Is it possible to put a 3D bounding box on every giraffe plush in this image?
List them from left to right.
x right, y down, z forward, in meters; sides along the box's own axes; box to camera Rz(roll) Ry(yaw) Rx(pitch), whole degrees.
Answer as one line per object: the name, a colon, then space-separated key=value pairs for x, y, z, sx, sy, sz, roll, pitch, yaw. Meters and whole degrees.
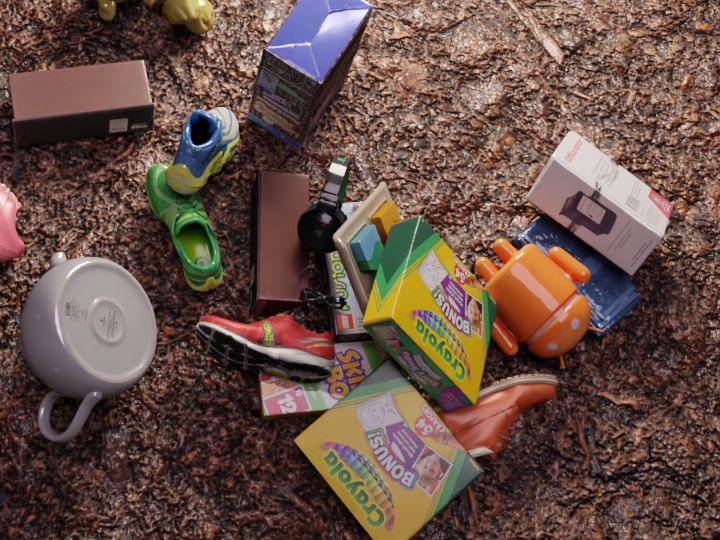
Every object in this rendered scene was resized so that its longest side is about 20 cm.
giraffe plush: x=-0.324 y=-0.444 z=1.789 sx=0.160 sy=0.200 sz=0.175 roll=-6 pitch=71 yaw=17

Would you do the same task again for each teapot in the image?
teapot: x=-0.375 y=0.089 z=1.565 sx=0.199 sy=0.145 sz=0.200 roll=60 pitch=37 yaw=-14

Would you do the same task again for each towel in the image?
towel: x=0.329 y=-0.004 z=1.804 sx=0.111 sy=0.049 sz=0.200 roll=-37 pitch=80 yaw=-23

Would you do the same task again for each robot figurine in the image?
robot figurine: x=0.255 y=0.042 z=1.732 sx=0.200 sy=0.117 sz=0.143 roll=47 pitch=57 yaw=7

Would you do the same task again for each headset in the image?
headset: x=-0.038 y=-0.053 z=1.642 sx=0.093 sy=0.124 sz=0.203 roll=17 pitch=90 yaw=2

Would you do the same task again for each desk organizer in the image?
desk organizer: x=-0.403 y=-0.242 z=1.717 sx=0.197 sy=0.072 sz=0.078 roll=-9 pitch=69 yaw=-15
desk organizer: x=-0.116 y=-0.038 z=1.708 sx=0.076 sy=0.072 sz=0.203 roll=4 pitch=68 yaw=-13

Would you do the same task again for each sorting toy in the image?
sorting toy: x=0.037 y=-0.005 z=1.643 sx=0.187 sy=0.036 sz=0.200 roll=68 pitch=28 yaw=-20

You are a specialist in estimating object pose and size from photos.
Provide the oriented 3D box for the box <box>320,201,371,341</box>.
box: x=0.000 y=0.000 z=1.737 sx=0.108 sy=0.035 sz=0.203 roll=-4 pitch=70 yaw=-14

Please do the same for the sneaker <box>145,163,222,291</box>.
sneaker: x=-0.243 y=-0.071 z=1.685 sx=0.073 sy=0.084 sz=0.202 roll=-22 pitch=74 yaw=-19

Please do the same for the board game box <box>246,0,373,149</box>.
board game box: x=-0.077 y=-0.305 z=1.750 sx=0.096 sy=0.200 sz=0.160 roll=31 pitch=66 yaw=1

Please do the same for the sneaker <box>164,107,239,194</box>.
sneaker: x=-0.212 y=-0.196 z=1.702 sx=0.075 sy=0.106 sz=0.201 roll=25 pitch=41 yaw=-5

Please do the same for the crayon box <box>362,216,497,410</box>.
crayon box: x=0.099 y=0.059 z=1.607 sx=0.200 sy=0.058 sz=0.174 roll=46 pitch=44 yaw=-32

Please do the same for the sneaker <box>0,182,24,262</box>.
sneaker: x=-0.519 y=-0.099 z=1.655 sx=0.086 sy=0.074 sz=0.203 roll=-8 pitch=74 yaw=-30

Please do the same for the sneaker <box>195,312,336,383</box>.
sneaker: x=-0.129 y=0.094 z=1.635 sx=0.197 sy=0.077 sz=0.086 roll=17 pitch=55 yaw=-11

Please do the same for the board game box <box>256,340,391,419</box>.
board game box: x=-0.045 y=0.152 z=1.674 sx=0.197 sy=0.030 sz=0.097 roll=-3 pitch=70 yaw=-16

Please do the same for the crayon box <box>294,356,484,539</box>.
crayon box: x=0.038 y=0.252 z=1.609 sx=0.172 sy=0.058 sz=0.201 roll=-40 pitch=82 yaw=-8

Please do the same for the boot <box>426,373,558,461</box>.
boot: x=0.195 y=0.210 z=1.682 sx=0.197 sy=0.075 sz=0.109 roll=-16 pitch=76 yaw=-9

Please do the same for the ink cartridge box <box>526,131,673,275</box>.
ink cartridge box: x=0.362 y=-0.105 z=1.798 sx=0.199 sy=0.085 sz=0.145 roll=37 pitch=29 yaw=4
